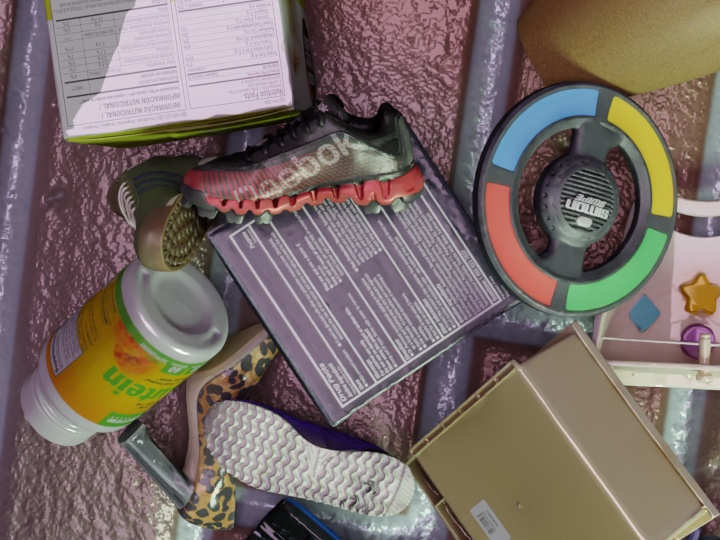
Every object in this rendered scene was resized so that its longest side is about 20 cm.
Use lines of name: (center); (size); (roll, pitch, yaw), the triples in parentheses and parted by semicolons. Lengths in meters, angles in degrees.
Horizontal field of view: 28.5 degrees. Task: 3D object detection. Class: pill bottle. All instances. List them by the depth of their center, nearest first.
pill bottle: (-0.222, 0.079, 1.296); (0.200, 0.111, 0.111); (-38, 89, 32)

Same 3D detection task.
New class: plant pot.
plant pot: (0.244, -0.229, 1.229); (0.200, 0.186, 0.187); (-30, 90, 23)

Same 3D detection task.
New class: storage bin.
storage bin: (0.164, 0.188, 1.235); (0.200, 0.094, 0.199); (54, 135, 12)

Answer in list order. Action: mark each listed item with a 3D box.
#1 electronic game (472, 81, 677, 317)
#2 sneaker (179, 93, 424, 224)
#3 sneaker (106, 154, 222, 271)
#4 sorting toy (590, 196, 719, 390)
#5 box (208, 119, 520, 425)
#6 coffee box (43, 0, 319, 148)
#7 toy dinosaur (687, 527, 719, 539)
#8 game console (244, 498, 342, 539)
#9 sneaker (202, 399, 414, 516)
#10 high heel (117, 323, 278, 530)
electronic game: (0.184, -0.060, 1.203); (0.200, 0.042, 0.200); (-2, 95, -24)
sneaker: (-0.049, -0.093, 1.152); (0.200, 0.071, 0.098); (-6, 112, -5)
sneaker: (-0.187, -0.053, 1.270); (0.090, 0.200, 0.067); (4, 114, 10)
sorting toy: (0.307, 0.016, 1.268); (0.200, 0.107, 0.180); (3, 86, 7)
box: (0.000, 0.000, 1.262); (0.198, 0.123, 0.200); (-33, 89, -6)
coffee box: (-0.153, -0.218, 1.248); (0.200, 0.200, 0.198); (-8, 93, 5)
toy dinosaur: (0.313, 0.265, 1.308); (0.181, 0.105, 0.200); (-11, 129, -5)
game console: (-0.040, 0.325, 1.315); (0.200, 0.171, 0.118); (40, 70, 2)
sneaker: (-0.049, 0.173, 1.309); (0.200, 0.100, 0.070); (21, 90, 1)
high heel: (-0.112, 0.147, 1.349); (0.200, 0.071, 0.143); (-41, 111, -5)
